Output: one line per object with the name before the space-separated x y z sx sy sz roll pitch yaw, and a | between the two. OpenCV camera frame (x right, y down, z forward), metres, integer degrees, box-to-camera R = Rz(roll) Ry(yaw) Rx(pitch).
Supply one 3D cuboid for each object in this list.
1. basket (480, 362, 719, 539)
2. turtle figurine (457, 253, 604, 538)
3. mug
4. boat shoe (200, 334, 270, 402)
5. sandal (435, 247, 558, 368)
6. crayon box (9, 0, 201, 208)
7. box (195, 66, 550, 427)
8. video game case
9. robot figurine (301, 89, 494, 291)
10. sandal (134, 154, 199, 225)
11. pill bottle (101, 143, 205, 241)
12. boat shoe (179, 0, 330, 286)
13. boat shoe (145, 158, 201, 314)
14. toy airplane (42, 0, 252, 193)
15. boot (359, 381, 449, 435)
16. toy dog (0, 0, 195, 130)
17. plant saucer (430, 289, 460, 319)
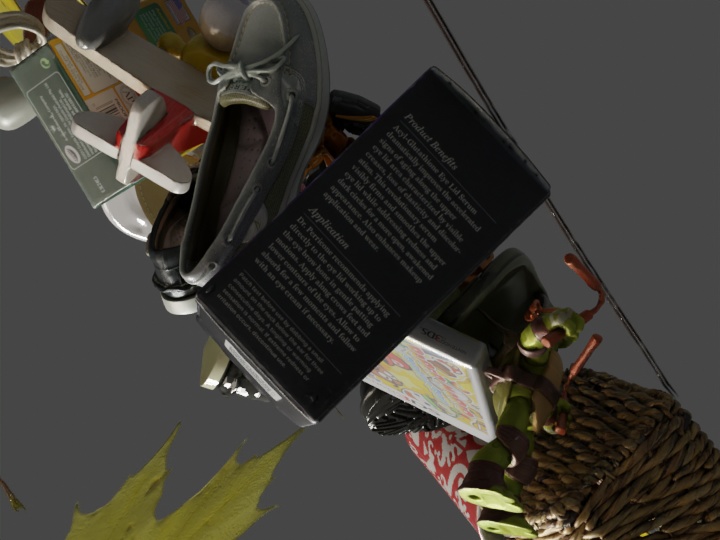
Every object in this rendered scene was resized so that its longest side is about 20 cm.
basket | 0.183 0.173 1.301 0.149 0.143 0.200 47 172 -13
turtle figurine | 0.109 0.081 1.187 0.064 0.162 0.200 16 156 11
mug | 0.136 0.186 1.702 0.178 0.133 0.200 52 174 -29
boat shoe | -0.084 0.023 1.460 0.063 0.074 0.202 19 -138 -15
sandal | 0.112 0.043 1.280 0.057 0.080 0.201 44 -179 28
crayon box | -0.182 -0.143 1.486 0.126 0.051 0.200 59 -148 -5
box | 0.003 -0.009 1.111 0.104 0.200 0.148 45 172 1
video game case | 0.014 0.053 1.294 0.181 0.023 0.200 25 165 17
robot figurine | 0.000 -0.043 1.283 0.200 0.144 0.059 42 -141 -33
sandal | -0.098 -0.033 1.574 0.211 0.078 0.070 32 -166 11
pill bottle | -0.182 -0.124 1.669 0.114 0.114 0.201 50 -163 -32
boat shoe | -0.073 -0.086 1.194 0.074 0.204 0.064 12 179 41
boat shoe | -0.118 -0.051 1.430 0.201 0.075 0.061 -82 -23 -53
toy airplane | -0.123 -0.141 1.353 0.199 0.142 0.199 12 -153 -32
boot | 0.022 0.059 1.586 0.159 0.079 0.211 60 -169 15
toy dog | -0.245 -0.208 1.618 0.097 0.198 0.133 -119 20 -45
plant saucer | 0.000 0.000 1.470 0.200 0.048 0.200 45 -163 8
